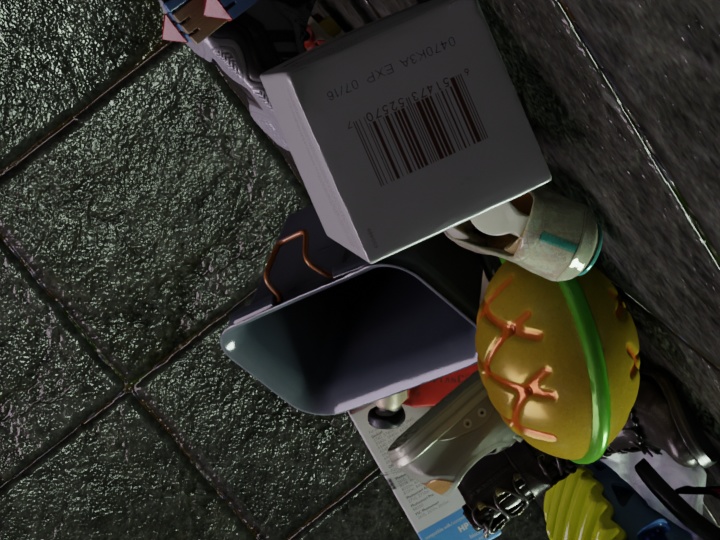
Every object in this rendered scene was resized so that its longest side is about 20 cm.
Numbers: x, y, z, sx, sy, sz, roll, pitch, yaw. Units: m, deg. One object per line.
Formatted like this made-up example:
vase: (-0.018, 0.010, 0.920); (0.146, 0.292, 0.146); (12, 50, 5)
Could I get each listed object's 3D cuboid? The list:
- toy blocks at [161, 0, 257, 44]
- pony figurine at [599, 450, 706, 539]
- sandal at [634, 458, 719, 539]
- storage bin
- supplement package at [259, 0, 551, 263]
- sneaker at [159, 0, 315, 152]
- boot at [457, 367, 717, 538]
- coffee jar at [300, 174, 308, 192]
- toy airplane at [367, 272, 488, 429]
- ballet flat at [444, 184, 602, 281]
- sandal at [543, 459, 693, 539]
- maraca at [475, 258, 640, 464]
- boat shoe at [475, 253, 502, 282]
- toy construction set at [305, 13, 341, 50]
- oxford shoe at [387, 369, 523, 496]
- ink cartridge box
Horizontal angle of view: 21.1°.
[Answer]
toy blocks: (-0.080, -0.204, 1.276); (0.100, 0.137, 0.200); (53, 177, -11)
pony figurine: (0.246, 0.223, 1.558); (0.193, 0.167, 0.200); (20, 177, -7)
sandal: (0.290, 0.198, 1.428); (0.200, 0.045, 0.075); (37, 179, 13)
storage bin: (0.000, 0.000, 1.465); (0.146, 0.200, 0.135); (39, -135, -29)
supplement package: (0.020, -0.087, 1.141); (0.200, 0.117, 0.118); (-147, 32, -81)
sneaker: (-0.052, -0.174, 1.476); (0.200, 0.114, 0.075); (47, 168, -8)
boot: (0.152, 0.136, 1.409); (0.069, 0.174, 0.200); (53, 177, -25)
coffee jar: (0.013, -0.084, 1.625); (0.085, 0.104, 0.200); (44, 179, -11)
toy airplane: (0.101, 0.069, 1.586); (0.199, 0.200, 0.141); (41, -163, -13)
ballet flat: (0.086, -0.041, 1.247); (0.062, 0.068, 0.200); (16, -177, -25)
sandal: (0.207, 0.206, 1.431); (0.200, 0.087, 0.080); (52, 135, 44)
maraca: (0.128, 0.034, 1.311); (0.137, 0.107, 0.200); (150, 106, -71)
boat shoe: (0.064, -0.074, 1.387); (0.200, 0.057, 0.069); (52, 177, -9)
toy construction set: (-0.048, -0.186, 1.585); (0.200, 0.092, 0.131); (63, 180, 17)
oxford shoe: (0.106, 0.094, 1.404); (0.058, 0.200, 0.075); (52, 157, -1)
ink cartridge box: (0.044, 0.152, 1.711); (0.200, 0.068, 0.116); (60, 179, -5)
